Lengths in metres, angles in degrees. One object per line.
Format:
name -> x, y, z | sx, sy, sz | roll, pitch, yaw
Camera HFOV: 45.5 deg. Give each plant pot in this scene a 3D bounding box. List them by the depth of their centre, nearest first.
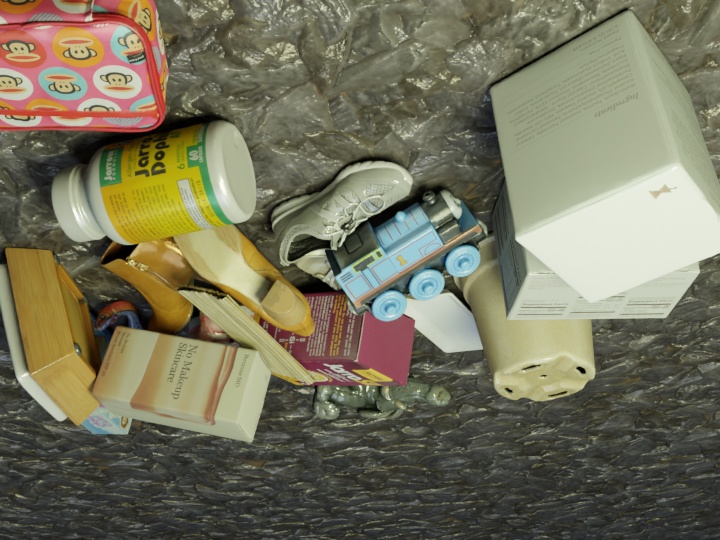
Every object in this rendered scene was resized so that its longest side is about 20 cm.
plant pot -> 0.233, 0.068, 1.162 | 0.199, 0.184, 0.201 | -2, 148, -1

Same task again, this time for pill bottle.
pill bottle -> -0.224, -0.090, 0.934 | 0.199, 0.113, 0.113 | -10, 147, 11

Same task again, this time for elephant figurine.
elephant figurine -> 0.028, 0.186, 1.364 | 0.199, 0.155, 0.142 | 10, 124, -5

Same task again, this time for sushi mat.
sushi mat -> -0.142, 0.081, 1.080 | 0.095, 0.012, 0.200 | 9, 150, 43

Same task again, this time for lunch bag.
lunch bag -> -0.283, -0.193, 0.804 | 0.199, 0.082, 0.176 | 0, 151, -3

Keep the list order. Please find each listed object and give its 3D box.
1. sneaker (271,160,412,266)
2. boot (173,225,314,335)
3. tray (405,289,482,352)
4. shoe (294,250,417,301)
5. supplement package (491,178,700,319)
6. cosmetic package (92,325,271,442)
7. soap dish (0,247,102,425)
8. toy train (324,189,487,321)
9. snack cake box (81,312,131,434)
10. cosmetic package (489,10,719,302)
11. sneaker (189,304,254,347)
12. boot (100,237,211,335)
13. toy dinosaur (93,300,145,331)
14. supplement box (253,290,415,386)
sneaker -> -0.020, -0.062, 1.026 | 0.199, 0.082, 0.075 | -25, 142, 30
boot -> -0.145, 0.011, 1.080 | 0.201, 0.071, 0.144 | 38, 170, 12
tray -> 0.134, 0.075, 1.301 | 0.107, 0.022, 0.200 | -8, 150, 31
shoe -> 0.000, 0.000, 1.152 | 0.199, 0.054, 0.070 | 11, 145, -22
supplement package -> 0.273, -0.035, 1.029 | 0.199, 0.156, 0.111 | 0, 149, -5
cosmetic package -> -0.229, 0.147, 1.116 | 0.199, 0.104, 0.087 | 8, 154, 11
soap dish -> -0.400, 0.082, 1.124 | 0.081, 0.201, 0.158 | -21, 148, -7
toy train -> 0.058, -0.021, 1.057 | 0.199, 0.087, 0.114 | -32, 126, 6
snack cake box -> -0.407, 0.159, 1.298 | 0.067, 0.116, 0.200 | -1, 150, 13
cosmetic package -> 0.251, -0.110, 0.868 | 0.166, 0.201, 0.167 | -25, 141, 30
sneaker -> -0.194, 0.106, 1.201 | 0.075, 0.105, 0.200 | 0, 168, -23
boot -> -0.280, 0.014, 1.137 | 0.144, 0.071, 0.201 | 22, 132, -34
toy dinosaur -> -0.343, 0.117, 1.290 | 0.104, 0.200, 0.182 | -10, 110, -8
supplement box -> -0.043, 0.099, 1.205 | 0.199, 0.104, 0.131 | -5, 155, 35
